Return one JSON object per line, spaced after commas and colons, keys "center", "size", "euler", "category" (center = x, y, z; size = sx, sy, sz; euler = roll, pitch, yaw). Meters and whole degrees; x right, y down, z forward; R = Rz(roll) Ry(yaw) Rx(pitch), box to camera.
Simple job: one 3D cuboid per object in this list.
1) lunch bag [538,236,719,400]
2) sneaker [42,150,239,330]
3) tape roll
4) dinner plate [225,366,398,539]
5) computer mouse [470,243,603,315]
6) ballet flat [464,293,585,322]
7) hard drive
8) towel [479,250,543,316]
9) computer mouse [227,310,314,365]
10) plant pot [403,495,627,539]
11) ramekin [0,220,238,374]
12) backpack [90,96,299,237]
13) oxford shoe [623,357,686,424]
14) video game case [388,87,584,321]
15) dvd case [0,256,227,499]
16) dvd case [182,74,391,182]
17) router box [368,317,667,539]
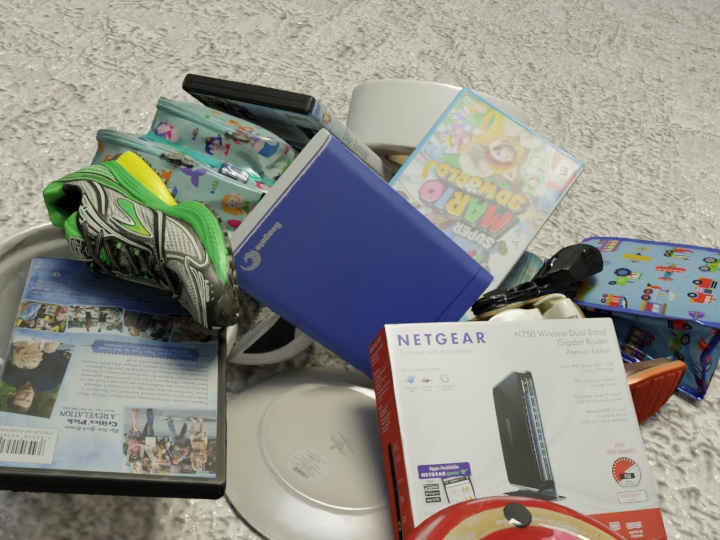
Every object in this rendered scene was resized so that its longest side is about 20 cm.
{"center": [0.280, 0.024, 0.943], "size": [0.199, 0.095, 0.151], "euler": [20, 38, 24], "category": "lunch bag"}
{"center": [-0.153, -0.013, 0.640], "size": [0.085, 0.079, 0.200], "euler": [-25, 42, -34], "category": "sneaker"}
{"center": [0.082, -0.147, 1.005], "size": [0.201, 0.071, 0.202], "euler": [11, -2, 0], "category": "tape roll"}
{"center": [-0.016, 0.142, 0.725], "size": [0.199, 0.024, 0.201], "euler": [9, 37, -7], "category": "dinner plate"}
{"center": [0.167, 0.005, 0.858], "size": [0.199, 0.058, 0.034], "euler": [-16, 90, -47], "category": "computer mouse"}
{"center": [0.148, 0.053, 0.817], "size": [0.199, 0.072, 0.068], "euler": [-10, 65, -32], "category": "ballet flat"}
{"center": [0.000, 0.000, 0.726], "size": [0.200, 0.132, 0.025], "euler": [37, 7, -32], "category": "hard drive"}
{"center": [0.089, 0.025, 0.880], "size": [0.146, 0.022, 0.200], "euler": [26, 47, 5], "category": "towel"}
{"center": [-0.030, 0.022, 0.790], "size": [0.044, 0.200, 0.110], "euler": [49, -5, -5], "category": "computer mouse"}
{"center": [0.075, 0.240, 0.500], "size": [0.199, 0.183, 0.201], "euler": [8, 37, -6], "category": "plant pot"}
{"center": [-0.197, 0.057, 0.700], "size": [0.199, 0.106, 0.201], "euler": [10, 37, -7], "category": "ramekin"}
{"center": [-0.150, -0.072, 0.836], "size": [0.198, 0.152, 0.178], "euler": [13, 2, 5], "category": "backpack"}
{"center": [0.208, 0.103, 0.817], "size": [0.199, 0.072, 0.073], "euler": [-10, 39, -29], "category": "oxford shoe"}
{"center": [0.098, -0.060, 0.866], "size": [0.143, 0.018, 0.200], "euler": [36, 79, 12], "category": "video game case"}
{"center": [-0.159, 0.064, 0.603], "size": [0.142, 0.018, 0.201], "euler": [6, 37, -13], "category": "dvd case"}
{"center": [-0.066, -0.138, 0.908], "size": [0.142, 0.018, 0.200], "euler": [16, -6, 26], "category": "dvd case"}
{"center": [0.115, 0.130, 0.699], "size": [0.198, 0.049, 0.181], "euler": [-1, 66, -17], "category": "router box"}
